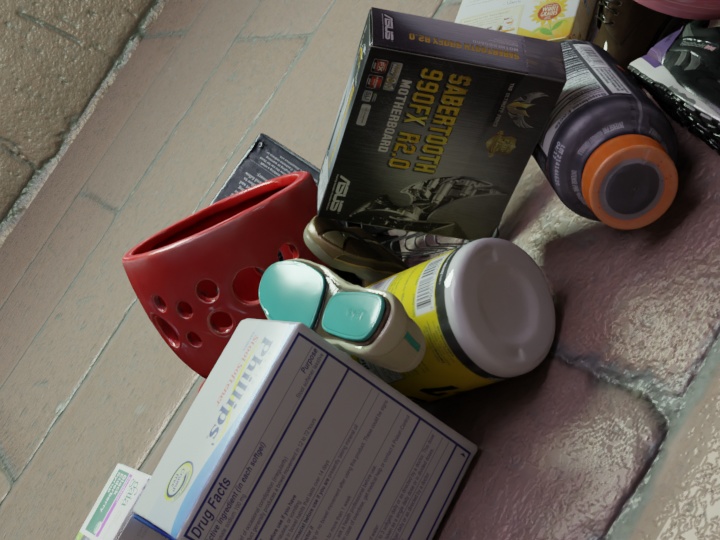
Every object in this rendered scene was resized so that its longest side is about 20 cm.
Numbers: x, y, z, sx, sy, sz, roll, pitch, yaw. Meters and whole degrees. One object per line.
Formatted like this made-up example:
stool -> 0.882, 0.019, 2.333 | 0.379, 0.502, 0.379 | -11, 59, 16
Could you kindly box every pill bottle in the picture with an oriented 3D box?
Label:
pill bottle -> 0.057, 0.052, 1.094 | 0.200, 0.114, 0.115 | -23, 38, 49
pill bottle -> 0.194, -0.108, 1.066 | 0.106, 0.106, 0.200 | -46, 25, 17

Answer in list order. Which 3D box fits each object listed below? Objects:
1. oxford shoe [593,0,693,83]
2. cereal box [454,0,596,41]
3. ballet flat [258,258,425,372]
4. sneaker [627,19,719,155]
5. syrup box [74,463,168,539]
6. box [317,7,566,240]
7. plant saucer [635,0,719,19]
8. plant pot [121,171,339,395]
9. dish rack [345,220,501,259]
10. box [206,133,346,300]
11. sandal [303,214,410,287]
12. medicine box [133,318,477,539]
oxford shoe -> 0.235, -0.224, 1.172 | 0.200, 0.084, 0.073 | -52, 26, 9
cereal box -> 0.179, -0.291, 1.361 | 0.143, 0.040, 0.201 | -3, 50, 33
ballet flat -> -0.014, 0.039, 1.042 | 0.070, 0.069, 0.200 | -57, 32, -7
sneaker -> 0.280, -0.153, 1.013 | 0.088, 0.076, 0.200 | -43, 26, 10
syrup box -> -0.129, 0.243, 1.075 | 0.081, 0.200, 0.079 | 1, 59, 61
box -> 0.060, -0.112, 1.065 | 0.200, 0.158, 0.049 | 112, 164, -49
plant saucer -> 0.274, -0.276, 1.082 | 0.051, 0.199, 0.201 | 98, -175, -50
plant pot -> -0.102, 0.023, 1.252 | 0.200, 0.183, 0.200 | -25, 13, 6
dish rack -> 0.056, -0.082, 1.258 | 0.200, 0.054, 0.154 | -11, 90, 55
box -> -0.108, -0.027, 1.432 | 0.200, 0.104, 0.148 | -56, -17, -2
sandal -> 0.000, 0.000, 1.181 | 0.080, 0.200, 0.054 | 43, 102, 27
medicine box -> -0.041, 0.165, 1.016 | 0.103, 0.200, 0.183 | 0, 58, 61
